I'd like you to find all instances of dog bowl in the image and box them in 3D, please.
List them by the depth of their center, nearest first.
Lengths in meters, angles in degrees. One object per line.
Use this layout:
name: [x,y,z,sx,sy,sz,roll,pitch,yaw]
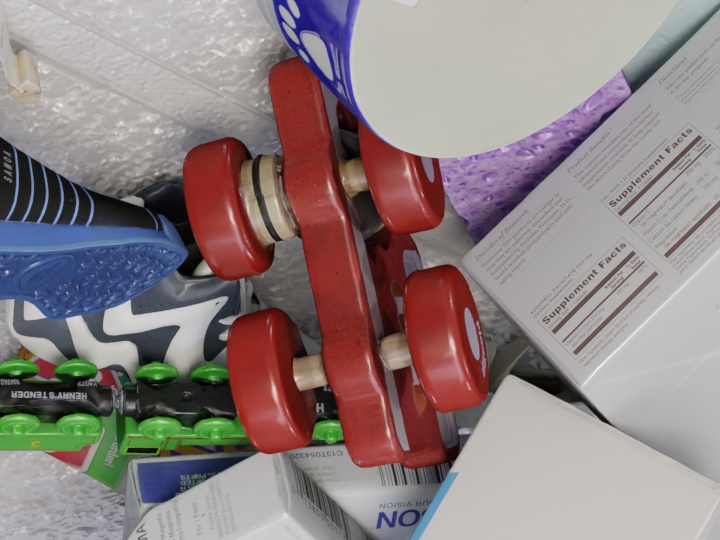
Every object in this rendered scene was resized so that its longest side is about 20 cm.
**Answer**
dog bowl: [0.055,-0.148,0.901,0.199,0.079,0.201,-26,144,-21]

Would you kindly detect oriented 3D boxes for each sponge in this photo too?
sponge: [0.093,-0.065,1.110,0.111,0.030,0.200,-23,142,9]

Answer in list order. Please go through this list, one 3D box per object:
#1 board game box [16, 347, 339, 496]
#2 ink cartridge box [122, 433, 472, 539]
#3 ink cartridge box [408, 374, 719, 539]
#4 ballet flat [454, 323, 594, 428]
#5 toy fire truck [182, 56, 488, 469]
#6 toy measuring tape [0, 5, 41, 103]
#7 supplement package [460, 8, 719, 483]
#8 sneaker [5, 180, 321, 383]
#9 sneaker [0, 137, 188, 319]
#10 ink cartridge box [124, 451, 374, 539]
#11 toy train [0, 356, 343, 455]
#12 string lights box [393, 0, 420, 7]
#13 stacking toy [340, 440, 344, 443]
board game box: [-0.103,0.094,1.197,0.199,0.030,0.096,30,125,-24]
ink cartridge box: [-0.034,0.173,1.179,0.194,0.044,0.201,-4,135,-13]
ink cartridge box: [0.113,0.163,1.098,0.129,0.125,0.200,-58,157,-11]
ballet flat: [0.068,0.060,1.241,0.069,0.070,0.199,-39,141,28]
toy fire truck: [0.000,0.000,1.039,0.111,0.202,0.168,-14,175,12]
toy measuring tape: [-0.132,-0.149,0.897,0.073,0.074,0.201,-11,142,-5]
supplement package: [0.180,-0.008,1.094,0.200,0.111,0.156,-44,139,1]
sneaker: [-0.070,0.013,1.108,0.198,0.080,0.129,27,135,-29]
sneaker: [-0.154,-0.027,0.957,0.070,0.078,0.199,-35,161,24]
ink cartridge box: [-0.083,0.187,1.118,0.199,0.057,0.163,-25,136,17]
toy train: [-0.096,0.072,1.086,0.198,0.042,0.056,2,154,-15]
string lights box: [0.003,-0.204,0.766,0.059,0.201,0.103,14,133,-33]
stacking toy: [-0.040,0.163,1.306,0.199,0.111,0.116,-18,146,22]
